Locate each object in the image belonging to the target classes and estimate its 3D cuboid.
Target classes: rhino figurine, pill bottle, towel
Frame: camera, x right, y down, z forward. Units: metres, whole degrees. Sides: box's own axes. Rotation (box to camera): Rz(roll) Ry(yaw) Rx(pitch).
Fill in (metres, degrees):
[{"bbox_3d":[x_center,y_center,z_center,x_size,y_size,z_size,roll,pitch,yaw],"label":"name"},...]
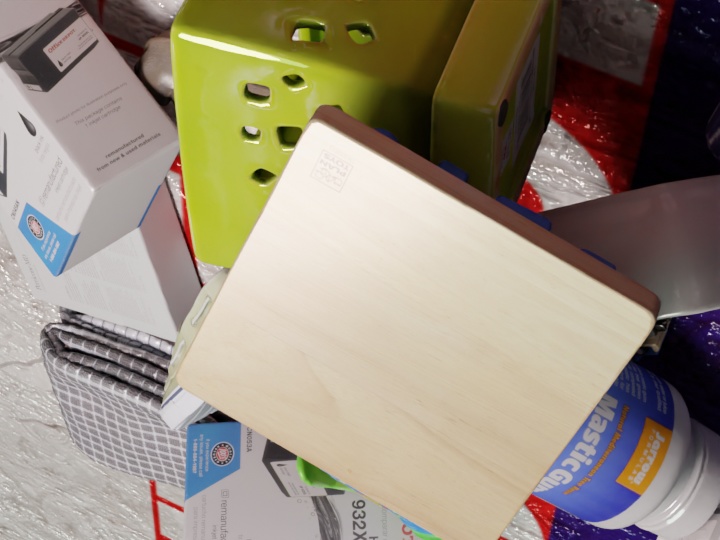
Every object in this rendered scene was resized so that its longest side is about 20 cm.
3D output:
[{"bbox_3d":[-0.068,-0.101,1.294,0.199,0.060,0.088,27,149,6],"label":"rhino figurine"},{"bbox_3d":[0.151,0.106,1.277,0.199,0.113,0.112,28,151,-24],"label":"pill bottle"},{"bbox_3d":[-0.175,0.119,1.643,0.199,0.086,0.166,20,146,19],"label":"towel"}]

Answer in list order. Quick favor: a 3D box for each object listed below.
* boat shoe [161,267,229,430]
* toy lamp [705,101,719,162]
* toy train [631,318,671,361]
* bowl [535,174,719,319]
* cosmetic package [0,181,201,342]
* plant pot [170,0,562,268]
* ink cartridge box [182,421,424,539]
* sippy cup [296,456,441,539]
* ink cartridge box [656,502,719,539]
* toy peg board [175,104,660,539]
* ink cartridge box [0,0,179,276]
[{"bbox_3d":[-0.109,0.058,1.430,0.062,0.072,0.200,56,145,11],"label":"boat shoe"},{"bbox_3d":[0.255,-0.113,1.016,0.058,0.058,0.200,37,144,-8],"label":"toy lamp"},{"bbox_3d":[0.136,0.045,1.336,0.199,0.034,0.046,-3,136,43],"label":"toy train"},{"bbox_3d":[0.173,-0.010,1.122,0.199,0.199,0.075,-14,87,48],"label":"bowl"},{"bbox_3d":[-0.217,-0.040,1.503,0.150,0.052,0.201,14,143,23],"label":"cosmetic package"},{"bbox_3d":[0.013,-0.114,1.095,0.180,0.200,0.201,15,143,14],"label":"plant pot"},{"bbox_3d":[-0.037,0.196,1.507,0.199,0.146,0.084,-3,140,2],"label":"ink cartridge box"},{"bbox_3d":[0.033,0.118,1.385,0.130,0.178,0.140,24,-162,-39],"label":"sippy cup"},{"bbox_3d":[0.269,0.239,1.323,0.083,0.200,0.147,-11,128,47],"label":"ink cartridge box"},{"bbox_3d":[0.035,0.017,1.024,0.199,0.098,0.200,30,126,-1],"label":"toy peg board"},{"bbox_3d":[-0.227,-0.118,1.318,0.200,0.084,0.145,52,150,8],"label":"ink cartridge box"}]
